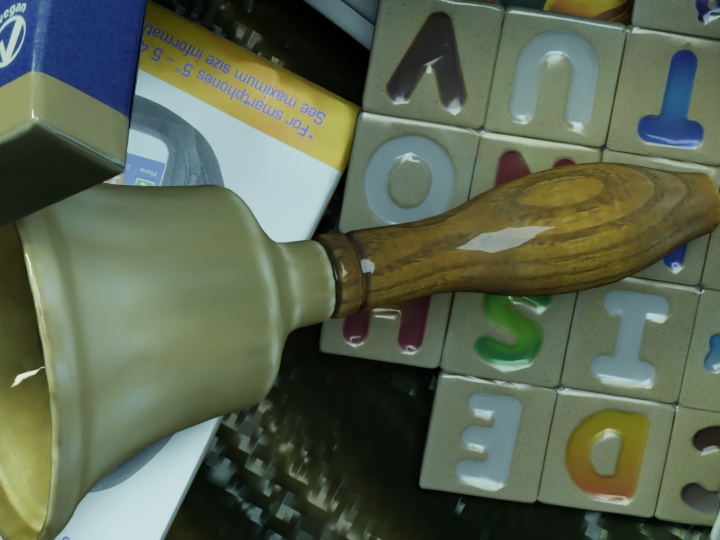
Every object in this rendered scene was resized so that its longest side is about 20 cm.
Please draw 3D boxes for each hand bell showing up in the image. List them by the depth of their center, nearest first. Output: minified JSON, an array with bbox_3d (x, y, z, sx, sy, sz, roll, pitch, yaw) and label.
[{"bbox_3d":[0.000,0.000,0.754,0.199,0.104,0.105,-10,81,-22],"label":"hand bell"}]

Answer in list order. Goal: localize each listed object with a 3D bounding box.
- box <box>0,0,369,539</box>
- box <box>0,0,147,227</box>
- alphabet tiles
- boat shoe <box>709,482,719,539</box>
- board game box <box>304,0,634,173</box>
[{"bbox_3d":[-0.093,0.022,0.787,0.119,0.041,0.201,26,75,-3],"label":"box"},{"bbox_3d":[-0.088,-0.100,0.711,0.032,0.121,0.201,28,57,-35],"label":"box"},{"bbox_3d":[0.094,-0.012,0.802,0.199,0.008,0.168,8,104,-7],"label":"alphabet tiles"},{"bbox_3d":[0.125,0.058,0.785,0.071,0.068,0.201,12,91,-30],"label":"boat shoe"},{"bbox_3d":[0.010,-0.133,0.805,0.200,0.035,0.126,37,96,-7],"label":"board game box"}]
